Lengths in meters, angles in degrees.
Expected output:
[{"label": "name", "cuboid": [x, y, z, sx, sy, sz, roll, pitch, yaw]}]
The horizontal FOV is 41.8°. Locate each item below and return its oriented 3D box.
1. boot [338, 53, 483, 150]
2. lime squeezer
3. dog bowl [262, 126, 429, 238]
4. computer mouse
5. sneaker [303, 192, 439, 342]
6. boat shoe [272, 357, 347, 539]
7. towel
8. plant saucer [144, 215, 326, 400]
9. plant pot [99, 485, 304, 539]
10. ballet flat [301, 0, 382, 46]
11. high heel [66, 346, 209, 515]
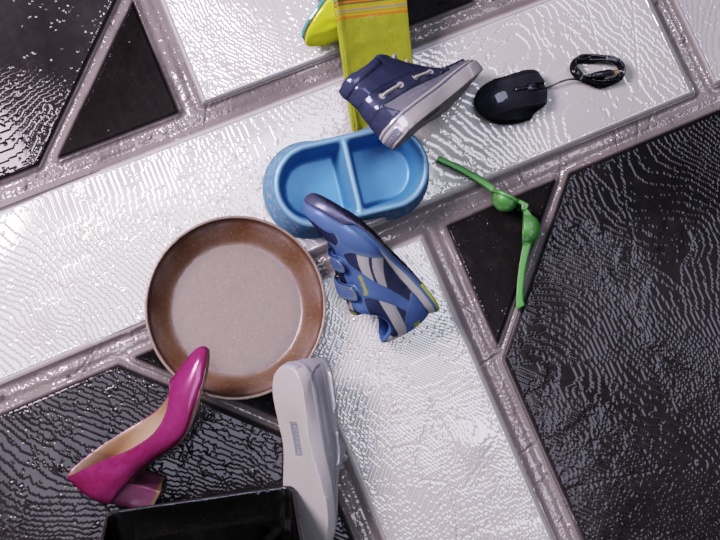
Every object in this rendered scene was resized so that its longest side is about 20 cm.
[{"label": "boot", "cuboid": [0.062, -0.215, 1.058, 0.090, 0.073, 0.200, 46, 43, 3]}, {"label": "lime squeezer", "cuboid": [0.166, -0.061, 1.103, 0.070, 0.038, 0.202, -30, 85, 21]}, {"label": "dog bowl", "cuboid": [-0.012, -0.105, 1.069, 0.197, 0.050, 0.113, -14, 90, -9]}, {"label": "computer mouse", "cuboid": [0.230, -0.224, 1.133, 0.198, 0.034, 0.059, -19, 82, -10]}, {"label": "sneaker", "cuboid": [0.000, 0.000, 1.025, 0.082, 0.074, 0.200, -43, 110, 4]}, {"label": "boat shoe", "cuboid": [-0.046, 0.193, 1.013, 0.068, 0.072, 0.203, -13, 92, -43]}, {"label": "towel", "cuboid": [0.018, -0.264, 1.081, 0.085, 0.018, 0.203, -10, 107, -7]}, {"label": "plant saucer", "cuboid": [-0.137, 0.042, 1.044, 0.197, 0.037, 0.203, 1, 80, -7]}, {"label": "plant pot", "cuboid": [-0.144, 0.344, 0.912, 0.197, 0.200, 0.180, -7, 102, -8]}, {"label": "ballet flat", "cuboid": [0.014, -0.329, 1.108, 0.067, 0.067, 0.201, 36, 76, 10]}, {"label": "high heel", "cuboid": [-0.227, 0.157, 0.975, 0.095, 0.067, 0.202, 24, 97, -10]}]
